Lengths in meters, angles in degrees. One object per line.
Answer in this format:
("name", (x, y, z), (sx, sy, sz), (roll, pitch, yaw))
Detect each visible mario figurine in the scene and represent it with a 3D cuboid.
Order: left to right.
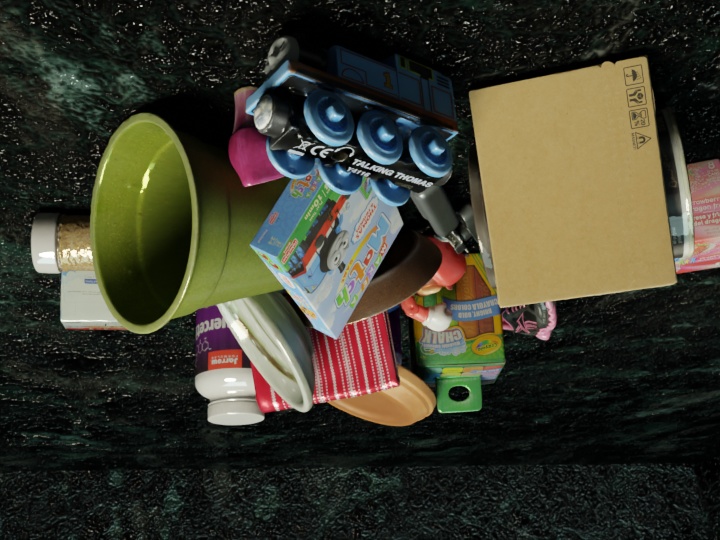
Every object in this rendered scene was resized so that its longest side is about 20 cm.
("mario figurine", (0.048, 0.028, 1.127), (0.197, 0.125, 0.106), (-25, -165, 3))

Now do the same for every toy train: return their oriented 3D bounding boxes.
("toy train", (-0.003, -0.129, 0.721), (0.197, 0.116, 0.086), (12, 152, -35))

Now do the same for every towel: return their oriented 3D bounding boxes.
("towel", (-0.054, 0.092, 1.080), (0.196, 0.148, 0.022), (-13, 173, 21))

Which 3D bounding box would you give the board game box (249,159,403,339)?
("board game box", (-0.025, -0.038, 0.852), (0.036, 0.153, 0.201), (24, 164, 23))

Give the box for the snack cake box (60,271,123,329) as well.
("snack cake box", (-0.328, 0.040, 1.118), (0.113, 0.069, 0.200), (1, 173, -18))

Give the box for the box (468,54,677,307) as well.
("box", (0.190, -0.077, 0.779), (0.160, 0.204, 0.021), (-8, -176, 15))

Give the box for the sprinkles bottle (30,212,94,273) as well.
("sprinkles bottle", (-0.275, -0.032, 1.001), (0.196, 0.070, 0.068), (0, 159, -9))

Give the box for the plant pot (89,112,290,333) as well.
("plant pot", (-0.141, -0.044, 0.862), (0.188, 0.204, 0.198), (0, 163, -45))

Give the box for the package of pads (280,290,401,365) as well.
("package of pads", (-0.035, 0.088, 1.273), (0.197, 0.123, 0.075), (9, 156, -28))

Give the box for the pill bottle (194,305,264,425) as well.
("pill bottle", (-0.170, 0.102, 1.176), (0.110, 0.204, 0.113), (-3, 160, -1))

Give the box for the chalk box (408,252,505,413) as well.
("chalk box", (0.130, 0.092, 1.192), (0.122, 0.204, 0.124), (-3, 160, 0))

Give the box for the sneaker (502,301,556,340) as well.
("sneaker", (0.252, 0.056, 1.316), (0.093, 0.081, 0.201), (6, 159, 8))

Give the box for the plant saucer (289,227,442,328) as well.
("plant saucer", (0.000, 0.000, 1.027), (0.197, 0.201, 0.035), (-13, 115, 24))

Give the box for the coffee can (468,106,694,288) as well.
("coffee can", (0.218, -0.071, 0.861), (0.196, 0.149, 0.146), (-10, 159, 15))

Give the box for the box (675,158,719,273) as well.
("box", (0.321, -0.050, 1.001), (0.196, 0.097, 0.103), (-10, 158, 16))

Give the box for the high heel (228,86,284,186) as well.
("high heel", (-0.054, -0.093, 0.831), (0.066, 0.098, 0.199), (-14, 157, 24))

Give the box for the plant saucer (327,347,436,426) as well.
("plant saucer", (0.004, 0.159, 1.158), (0.197, 0.038, 0.201), (19, 155, 9))

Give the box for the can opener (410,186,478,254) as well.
("can opener", (0.097, -0.075, 0.989), (0.066, 0.053, 0.200), (-43, 153, 5))

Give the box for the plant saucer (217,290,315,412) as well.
("plant saucer", (-0.105, 0.070, 1.007), (0.050, 0.201, 0.201), (-35, 168, -19))
